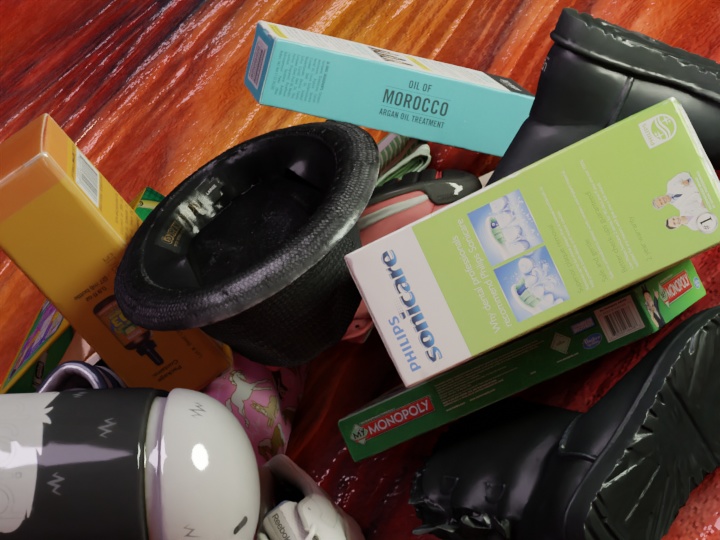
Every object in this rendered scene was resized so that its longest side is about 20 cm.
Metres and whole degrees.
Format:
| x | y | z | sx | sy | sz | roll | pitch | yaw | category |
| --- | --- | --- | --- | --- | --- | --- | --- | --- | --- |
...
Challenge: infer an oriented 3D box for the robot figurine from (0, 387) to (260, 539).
| x | y | z | sx | sy | sz | roll | pitch | yaw | category |
| --- | --- | --- | --- | --- | --- | --- | --- | --- | --- |
| -0.158 | 0.132 | 1.054 | 0.199 | 0.125 | 0.151 | -3 | 75 | 3 | robot figurine |

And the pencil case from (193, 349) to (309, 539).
| x | y | z | sx | sy | sz | roll | pitch | yaw | category |
| --- | --- | --- | --- | --- | --- | --- | --- | --- | --- |
| -0.086 | 0.112 | 1.218 | 0.083 | 0.087 | 0.200 | -5 | 41 | 14 | pencil case |

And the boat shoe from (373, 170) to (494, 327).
| x | y | z | sx | sy | sz | roll | pitch | yaw | category |
| --- | --- | --- | --- | --- | --- | --- | --- | --- | --- |
| 0.051 | -0.007 | 1.232 | 0.200 | 0.074 | 0.069 | -29 | 27 | 18 | boat shoe |

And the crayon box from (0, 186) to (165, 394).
| x | y | z | sx | sy | sz | roll | pitch | yaw | category |
| --- | --- | --- | --- | --- | --- | --- | --- | --- | --- |
| -0.205 | 0.036 | 1.404 | 0.200 | 0.058 | 0.119 | -41 | 22 | 47 | crayon box |

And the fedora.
| x | y | z | sx | sy | sz | roll | pitch | yaw | category |
| --- | --- | --- | --- | --- | --- | --- | --- | --- | --- |
| -0.052 | -0.004 | 1.090 | 0.200 | 0.092 | 0.201 | -25 | 28 | 14 | fedora |

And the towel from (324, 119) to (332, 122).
| x | y | z | sx | sy | sz | roll | pitch | yaw | category |
| --- | --- | --- | --- | --- | --- | --- | --- | --- | --- |
| -0.075 | -0.039 | 1.363 | 0.133 | 0.034 | 0.200 | -50 | 7 | -25 | towel |

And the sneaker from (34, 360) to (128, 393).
| x | y | z | sx | sy | sz | roll | pitch | yaw | category |
| --- | --- | --- | --- | --- | --- | --- | --- | --- | --- |
| -0.174 | 0.155 | 1.172 | 0.070 | 0.108 | 0.201 | -7 | 71 | 18 | sneaker |

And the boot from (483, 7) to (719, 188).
| x | y | z | sx | sy | sz | roll | pitch | yaw | category |
| --- | --- | --- | --- | --- | --- | --- | --- | --- | --- |
| 0.181 | -0.054 | 1.135 | 0.076 | 0.200 | 0.169 | -80 | 11 | -72 | boot |

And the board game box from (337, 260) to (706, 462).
| x | y | z | sx | sy | sz | roll | pitch | yaw | category |
| --- | --- | --- | --- | --- | --- | --- | --- | --- | --- |
| 0.098 | 0.052 | 1.079 | 0.200 | 0.029 | 0.135 | -26 | -1 | 24 | board game box |

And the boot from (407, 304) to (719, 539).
| x | y | z | sx | sy | sz | roll | pitch | yaw | category |
| --- | --- | --- | --- | --- | --- | --- | --- | --- | --- |
| 0.129 | 0.094 | 1.031 | 0.198 | 0.073 | 0.162 | -49 | 23 | -24 | boot |

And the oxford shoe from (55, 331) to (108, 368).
| x | y | z | sx | sy | sz | roll | pitch | yaw | category |
| --- | --- | --- | --- | --- | --- | --- | --- | --- | --- |
| -0.171 | 0.035 | 1.271 | 0.071 | 0.071 | 0.200 | 41 | 90 | 24 | oxford shoe |

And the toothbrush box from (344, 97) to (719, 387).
| x | y | z | sx | sy | sz | roll | pitch | yaw | category |
| --- | --- | --- | --- | --- | --- | --- | --- | --- | --- |
| 0.108 | -0.017 | 1.033 | 0.200 | 0.086 | 0.146 | -27 | -2 | 13 | toothbrush box |

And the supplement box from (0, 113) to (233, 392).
| x | y | z | sx | sy | sz | roll | pitch | yaw | category |
| --- | --- | --- | --- | --- | --- | --- | --- | --- | --- |
| -0.165 | -0.001 | 1.167 | 0.066 | 0.200 | 0.069 | -33 | 26 | 10 | supplement box |

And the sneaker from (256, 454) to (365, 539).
| x | y | z | sx | sy | sz | roll | pitch | yaw | category |
| --- | --- | --- | --- | --- | --- | --- | --- | --- | --- |
| -0.028 | 0.186 | 1.060 | 0.074 | 0.087 | 0.200 | -32 | 33 | -1 | sneaker |

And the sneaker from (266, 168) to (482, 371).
| x | y | z | sx | sy | sz | roll | pitch | yaw | category |
| --- | --- | --- | --- | --- | --- | --- | --- | --- | --- |
| 0.000 | 0.000 | 1.197 | 0.200 | 0.087 | 0.074 | -26 | 7 | 15 | sneaker |

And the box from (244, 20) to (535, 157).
| x | y | z | sx | sy | sz | roll | pitch | yaw | category |
| --- | --- | --- | --- | --- | --- | --- | --- | --- | --- |
| 0.022 | -0.128 | 1.298 | 0.082 | 0.199 | 0.049 | -125 | 48 | -70 | box |

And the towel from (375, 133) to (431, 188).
| x | y | z | sx | sy | sz | roll | pitch | yaw | category |
| --- | --- | --- | --- | --- | --- | --- | --- | --- | --- |
| -0.011 | -0.049 | 1.324 | 0.152 | 0.023 | 0.200 | -40 | 7 | 8 | towel |
